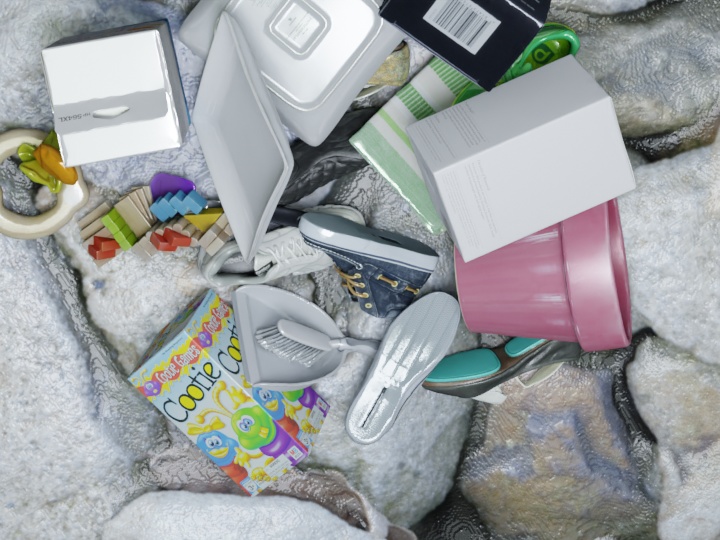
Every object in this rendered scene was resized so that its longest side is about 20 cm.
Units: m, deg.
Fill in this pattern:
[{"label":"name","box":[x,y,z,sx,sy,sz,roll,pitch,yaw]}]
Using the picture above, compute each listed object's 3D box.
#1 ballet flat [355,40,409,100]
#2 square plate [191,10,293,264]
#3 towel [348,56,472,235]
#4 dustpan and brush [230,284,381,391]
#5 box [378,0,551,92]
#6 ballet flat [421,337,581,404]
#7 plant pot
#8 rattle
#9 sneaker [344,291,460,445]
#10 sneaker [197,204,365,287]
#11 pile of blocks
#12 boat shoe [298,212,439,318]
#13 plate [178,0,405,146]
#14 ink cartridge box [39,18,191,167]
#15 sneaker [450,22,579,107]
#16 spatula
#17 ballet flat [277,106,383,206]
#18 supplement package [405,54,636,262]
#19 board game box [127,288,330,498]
[{"label":"ballet flat","box":[-0.041,-0.217,1.709,0.199,0.071,0.071,-9,103,-1]},{"label":"square plate","box":[-0.123,-0.139,1.622,0.028,0.198,0.201,-12,65,-23]},{"label":"towel","box":[0.106,-0.160,1.727,0.200,0.023,0.153,-45,102,-7]},{"label":"dustpan and brush","box":[-0.046,0.085,1.763,0.199,0.140,0.057,19,133,-37]},{"label":"box","box":[0.122,-0.310,1.618,0.148,0.200,0.104,34,127,-9]},{"label":"ballet flat","box":[0.171,0.117,1.794,0.199,0.068,0.069,-21,115,1]},{"label":"plant pot","box":[0.203,-0.004,1.714,0.178,0.200,0.201,-6,103,15]},{"label":"rattle","box":[-0.401,-0.071,1.683,0.199,0.143,0.131,-20,121,-5]},{"label":"sneaker","box":[0.045,0.110,1.766,0.073,0.071,0.200,36,88,4]},{"label":"sneaker","box":[-0.088,-0.021,1.740,0.199,0.081,0.076,-17,101,-1]},{"label":"pile of blocks","box":[-0.230,-0.050,1.708,0.199,0.062,0.083,-8,109,14]},{"label":"boat shoe","box":[0.000,0.000,1.718,0.199,0.071,0.091,15,106,-40]},{"label":"plate","box":[-0.066,-0.264,1.637,0.200,0.032,0.200,38,106,-7]},{"label":"ink cartridge box","box":[-0.258,-0.191,1.629,0.128,0.200,0.126,-11,103,-2]},{"label":"sneaker","box":[0.166,-0.198,1.684,0.074,0.084,0.200,40,84,-12]},{"label":"spatula","box":[-0.148,-0.071,1.728,0.199,0.021,0.057,8,109,9]},{"label":"ballet flat","box":[-0.031,-0.133,1.742,0.199,0.057,0.067,-24,76,-3]},{"label":"supplement package","box":[0.168,-0.119,1.614,0.199,0.121,0.120,-23,122,0]},{"label":"board game box","box":[-0.147,0.139,1.744,0.200,0.105,0.103,45,118,-11]}]
